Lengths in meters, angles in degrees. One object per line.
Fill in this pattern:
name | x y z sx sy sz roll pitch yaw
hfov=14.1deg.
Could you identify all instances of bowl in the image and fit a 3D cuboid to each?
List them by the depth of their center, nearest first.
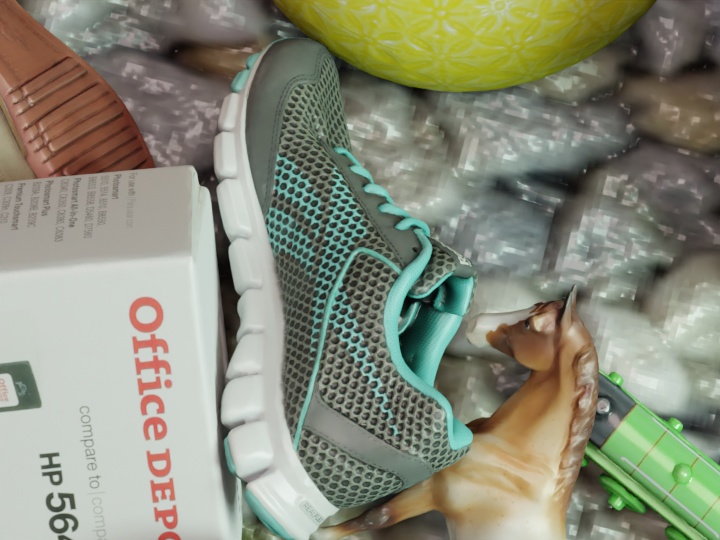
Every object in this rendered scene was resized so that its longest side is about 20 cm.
bowl | 0.035 -0.160 1.075 0.199 0.108 0.202 1 100 7

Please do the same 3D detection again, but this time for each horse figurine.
horse figurine | 0.039 0.116 1.076 0.132 0.050 0.201 -11 81 20

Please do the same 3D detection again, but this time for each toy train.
toy train | 0.148 0.102 1.089 0.200 0.056 0.042 38 84 6

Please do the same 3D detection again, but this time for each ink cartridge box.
ink cartridge box | -0.147 0.051 1.058 0.199 0.084 0.147 -6 114 1

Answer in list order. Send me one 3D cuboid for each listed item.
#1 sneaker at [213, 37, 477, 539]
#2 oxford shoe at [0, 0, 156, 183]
sneaker | 0.000 0.000 1.072 0.091 0.078 0.201 -15 62 19
oxford shoe | -0.141 -0.056 1.123 0.074 0.071 0.201 -35 87 27
